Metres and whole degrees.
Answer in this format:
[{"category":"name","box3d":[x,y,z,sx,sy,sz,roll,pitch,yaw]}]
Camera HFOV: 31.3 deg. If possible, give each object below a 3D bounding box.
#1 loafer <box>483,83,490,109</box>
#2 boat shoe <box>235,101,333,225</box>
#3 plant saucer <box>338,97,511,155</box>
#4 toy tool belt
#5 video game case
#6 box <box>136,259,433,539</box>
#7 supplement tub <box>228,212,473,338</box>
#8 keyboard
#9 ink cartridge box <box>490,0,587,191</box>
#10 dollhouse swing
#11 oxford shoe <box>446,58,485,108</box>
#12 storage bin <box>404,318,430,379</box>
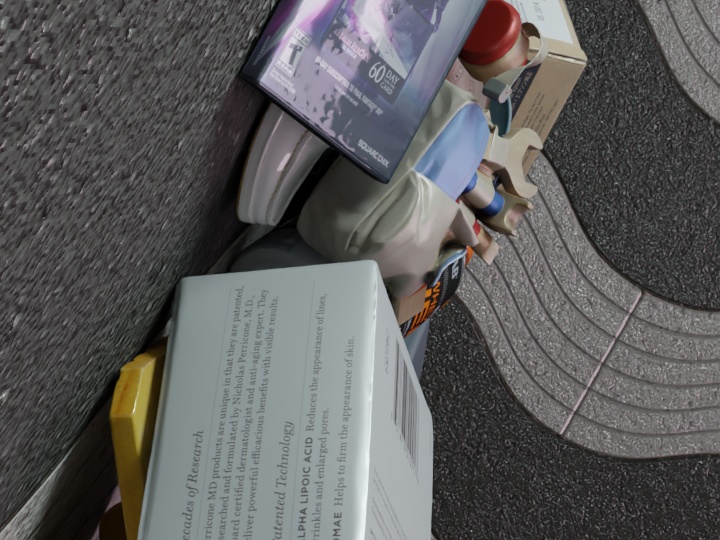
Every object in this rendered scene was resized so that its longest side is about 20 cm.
[{"category":"loafer","box3d":[0.075,-0.108,1.060,0.073,0.070,0.201,-76,-166,-51]},{"category":"boat shoe","box3d":[-0.010,-0.109,0.792,0.202,0.069,0.071,-62,177,8]},{"category":"plant saucer","box3d":[0.047,-0.106,1.147,0.199,0.036,0.201,-27,144,-22]},{"category":"toy tool belt","box3d":[0.058,-0.066,0.849,0.201,0.125,0.123,-52,138,-4]},{"category":"video game case","box3d":[0.024,-0.165,0.732,0.143,0.019,0.202,31,87,-53]},{"category":"box","box3d":[-0.035,0.132,0.797,0.200,0.129,0.202,68,21,-52]},{"category":"supplement tub","box3d":[0.000,0.000,0.972,0.200,0.122,0.123,-36,157,-47]},{"category":"keyboard","box3d":[-0.044,-0.026,1.068,0.105,0.039,0.201,-58,173,-38]},{"category":"ink cartridge box","box3d":[0.138,-0.206,1.264,0.201,0.074,0.166,-97,-157,-45]},{"category":"dollhouse swing","box3d":[-0.166,0.154,0.836,0.180,0.178,0.200,-20,-173,15]},{"category":"oxford shoe","box3d":[0.052,-0.146,0.922,0.073,0.071,0.202,-27,126,-46]},{"category":"storage bin","box3d":[-0.013,0.079,1.201,0.200,0.133,0.147,-63,163,-62]}]
